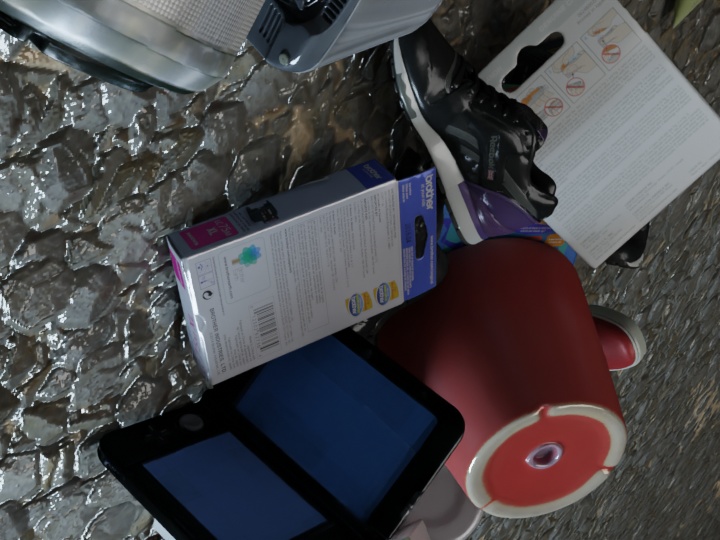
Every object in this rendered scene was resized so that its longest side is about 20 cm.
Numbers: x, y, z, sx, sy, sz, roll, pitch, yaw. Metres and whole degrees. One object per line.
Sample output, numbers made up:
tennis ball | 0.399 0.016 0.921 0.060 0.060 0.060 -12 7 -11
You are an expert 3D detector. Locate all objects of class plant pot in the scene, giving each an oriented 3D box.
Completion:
plant pot | 0.131 0.101 0.938 0.199 0.178 0.201 -9 131 -10

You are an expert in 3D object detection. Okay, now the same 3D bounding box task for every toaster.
toaster | 0.003 -0.212 0.609 0.129 0.114 0.200 -26 155 -46

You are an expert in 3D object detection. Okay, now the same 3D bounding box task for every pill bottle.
pill bottle | 0.061 0.230 1.102 0.111 0.111 0.200 -47 172 -12

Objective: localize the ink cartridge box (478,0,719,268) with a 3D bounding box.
ink cartridge box | 0.185 -0.122 0.885 0.160 0.047 0.200 -43 110 14

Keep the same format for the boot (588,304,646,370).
boot | 0.186 0.097 1.122 0.144 0.200 0.073 -31 106 -32

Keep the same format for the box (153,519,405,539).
box | -0.056 0.184 0.921 0.199 0.124 0.098 -18 134 -45

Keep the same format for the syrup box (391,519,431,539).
syrup box | -0.022 0.303 0.956 0.199 0.079 0.081 -27 173 9

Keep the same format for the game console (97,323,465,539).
game console | -0.060 0.121 0.780 0.175 0.200 0.117 -14 130 -47

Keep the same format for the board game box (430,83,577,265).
board game box | 0.132 -0.065 0.953 0.151 0.045 0.201 0 126 -18

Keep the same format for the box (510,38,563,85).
box | 0.189 -0.124 1.033 0.157 0.051 0.201 -23 138 -43

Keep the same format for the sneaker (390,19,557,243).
sneaker | 0.090 -0.116 0.803 0.076 0.087 0.201 -78 148 -49

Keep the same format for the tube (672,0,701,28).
tube | 0.341 -0.331 1.050 0.058 0.052 0.200 -7 146 1

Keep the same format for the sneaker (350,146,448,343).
sneaker | 0.001 0.002 0.892 0.200 0.060 0.104 -43 134 -4

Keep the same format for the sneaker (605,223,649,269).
sneaker | 0.252 -0.070 1.046 0.200 0.075 0.088 -49 154 -63

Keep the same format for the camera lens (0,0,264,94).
camera lens | -0.094 -0.190 0.468 0.160 0.160 0.201 14 108 -58

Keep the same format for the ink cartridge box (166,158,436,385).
ink cartridge box | -0.036 -0.005 0.793 0.199 0.042 0.120 -21 131 -19
